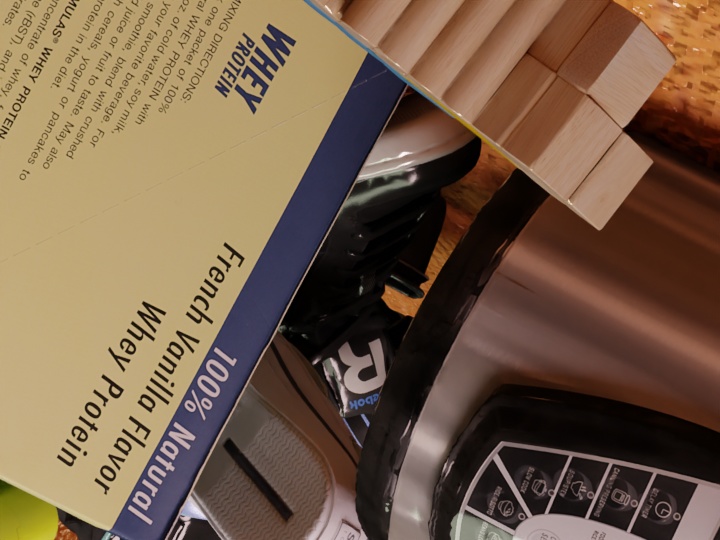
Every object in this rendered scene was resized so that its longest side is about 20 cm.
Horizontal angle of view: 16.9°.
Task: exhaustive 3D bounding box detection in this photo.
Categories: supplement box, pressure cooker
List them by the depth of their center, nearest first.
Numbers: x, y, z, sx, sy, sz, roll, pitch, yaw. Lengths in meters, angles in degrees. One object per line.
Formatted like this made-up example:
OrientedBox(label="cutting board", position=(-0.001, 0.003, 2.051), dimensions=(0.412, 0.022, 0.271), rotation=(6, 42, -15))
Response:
OrientedBox(label="pressure cooker", position=(0.121, 0.062, 0.792), dimensions=(0.200, 0.179, 0.176), rotation=(29, 169, 19))
OrientedBox(label="supplement box", position=(-0.126, -0.045, 0.826), dimensions=(0.200, 0.200, 0.134), rotation=(30, 175, -31))

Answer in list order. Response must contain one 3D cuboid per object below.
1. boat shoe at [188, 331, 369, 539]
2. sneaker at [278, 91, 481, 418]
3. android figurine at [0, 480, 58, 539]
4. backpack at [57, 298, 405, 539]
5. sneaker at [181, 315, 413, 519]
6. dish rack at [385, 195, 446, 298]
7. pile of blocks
OrientedBox(label="boat shoe", position=(-0.047, 0.059, 0.909), dimensions=(0.067, 0.074, 0.200), rotation=(38, -168, -44))
OrientedBox(label="sneaker", position=(0.000, 0.000, 0.932), dimensions=(0.200, 0.073, 0.112), rotation=(-14, 102, 57))
OrientedBox(label="android figurine", position=(-0.194, 0.048, 0.913), dimensions=(0.182, 0.041, 0.200), rotation=(42, -163, 7))
OrientedBox(label="backpack", position=(-0.041, 0.082, 1.164), dimensions=(0.200, 0.176, 0.153), rotation=(29, -168, -37))
OrientedBox(label="sneaker", position=(0.000, 0.059, 1.022), dimensions=(0.200, 0.078, 0.070), rotation=(-1, -159, -10))
OrientedBox(label="dish rack", position=(-0.045, -0.043, 1.157), dimensions=(0.153, 0.055, 0.200), rotation=(29, 173, -11))
OrientedBox(label="pile of blocks", position=(0.002, -0.094, 0.600), dimensions=(0.200, 0.062, 0.082), rotation=(38, -178, -20))
